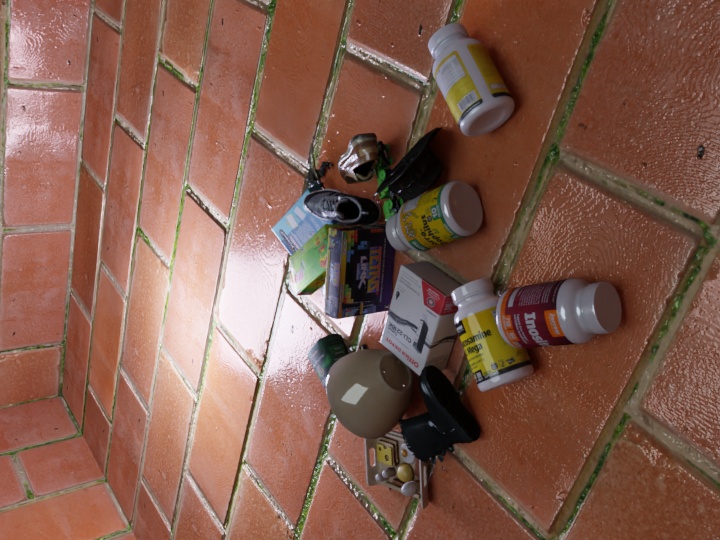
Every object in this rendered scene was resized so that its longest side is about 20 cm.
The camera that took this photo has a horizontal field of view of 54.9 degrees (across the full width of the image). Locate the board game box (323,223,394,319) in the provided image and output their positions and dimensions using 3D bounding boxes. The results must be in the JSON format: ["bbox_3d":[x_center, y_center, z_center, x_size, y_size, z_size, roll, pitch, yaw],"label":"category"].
[{"bbox_3d":[0.000,0.000,1.583,0.056,0.164,0.203,18,109,48],"label":"board game box"}]

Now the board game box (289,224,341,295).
[{"bbox_3d":[-0.104,-0.023,1.695,0.200,0.047,0.103,-38,60,51],"label":"board game box"}]

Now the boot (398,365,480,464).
[{"bbox_3d":[0.146,0.313,1.484,0.162,0.073,0.199,-33,96,40],"label":"boot"}]

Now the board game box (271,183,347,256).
[{"bbox_3d":[-0.125,-0.103,1.772,0.152,0.047,0.200,53,136,2],"label":"board game box"}]

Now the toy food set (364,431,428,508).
[{"bbox_3d":[0.081,0.463,1.635,0.199,0.060,0.146,3,98,49],"label":"toy food set"}]

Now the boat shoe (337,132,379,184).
[{"bbox_3d":[-0.003,-0.238,1.580,0.200,0.075,0.075,120,136,-71],"label":"boat shoe"}]

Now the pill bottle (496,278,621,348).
[{"bbox_3d":[0.347,0.075,1.220,0.199,0.112,0.115,-14,85,50],"label":"pill bottle"}]

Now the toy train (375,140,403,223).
[{"bbox_3d":[0.060,-0.195,1.581,0.056,0.041,0.203,-32,69,61],"label":"toy train"}]

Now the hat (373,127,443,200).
[{"bbox_3d":[0.118,-0.203,1.445,0.081,0.201,0.200,43,135,-6],"label":"hat"}]

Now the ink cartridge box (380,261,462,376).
[{"bbox_3d":[0.136,0.104,1.499,0.144,0.083,0.202,37,123,40],"label":"ink cartridge box"}]

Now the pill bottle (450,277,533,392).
[{"bbox_3d":[0.248,0.123,1.345,0.112,0.111,0.202,-35,68,46],"label":"pill bottle"}]

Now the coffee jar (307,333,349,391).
[{"bbox_3d":[-0.054,0.269,1.750,0.104,0.085,0.201,-51,58,41],"label":"coffee jar"}]

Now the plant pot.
[{"bbox_3d":[0.041,0.256,1.550,0.134,0.199,0.202,-42,64,41],"label":"plant pot"}]

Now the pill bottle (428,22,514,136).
[{"bbox_3d":[0.205,-0.367,1.325,0.112,0.111,0.202,-41,64,45],"label":"pill bottle"}]

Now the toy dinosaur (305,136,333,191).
[{"bbox_3d":[-0.112,-0.243,1.777,0.088,0.047,0.203,14,103,55],"label":"toy dinosaur"}]

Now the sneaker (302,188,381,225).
[{"bbox_3d":[-0.056,-0.150,1.615,0.198,0.114,0.077,11,96,18],"label":"sneaker"}]

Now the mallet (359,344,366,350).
[{"bbox_3d":[0.030,0.282,1.693,0.066,0.041,0.202,-47,57,39],"label":"mallet"}]

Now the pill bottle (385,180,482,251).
[{"bbox_3d":[0.146,-0.104,1.434,0.199,0.112,0.114,-19,81,49],"label":"pill bottle"}]

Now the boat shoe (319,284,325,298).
[{"bbox_3d":[-0.056,-0.008,1.728,0.066,0.071,0.201,46,136,30],"label":"boat shoe"}]
